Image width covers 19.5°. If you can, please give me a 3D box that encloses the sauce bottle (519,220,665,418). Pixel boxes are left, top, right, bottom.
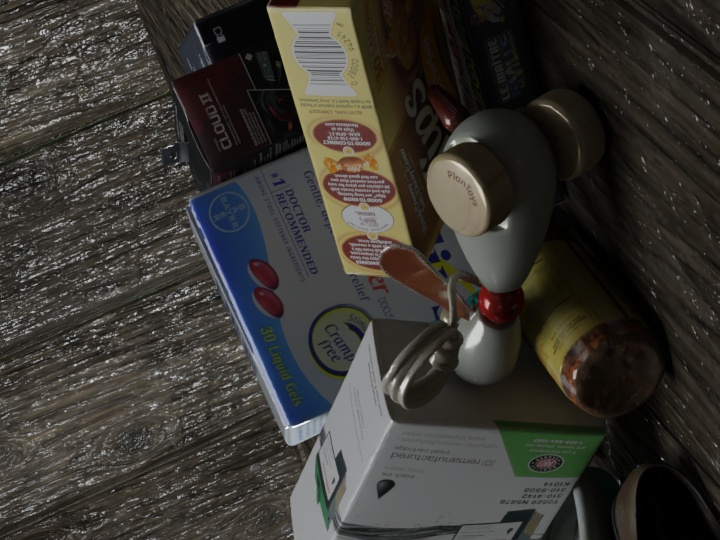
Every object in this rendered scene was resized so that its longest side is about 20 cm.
[{"bbox_3d":[0.117,0.011,1.283,0.200,0.066,0.066,-121,11,-53],"label":"sauce bottle"}]

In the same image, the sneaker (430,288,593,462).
[{"bbox_3d":[0.093,0.087,1.439,0.084,0.120,0.201,-122,11,-45],"label":"sneaker"}]

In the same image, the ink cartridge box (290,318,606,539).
[{"bbox_3d":[0.051,0.126,1.336,0.201,0.145,0.085,113,155,-46],"label":"ink cartridge box"}]

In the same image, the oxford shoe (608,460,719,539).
[{"bbox_3d":[0.202,0.204,1.238,0.085,0.072,0.201,87,158,-63],"label":"oxford shoe"}]

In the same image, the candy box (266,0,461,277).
[{"bbox_3d":[0.010,-0.107,1.220,0.116,0.055,0.201,-65,-29,-41],"label":"candy box"}]

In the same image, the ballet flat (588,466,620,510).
[{"bbox_3d":[0.181,0.223,1.428,0.062,0.067,0.201,-57,37,33],"label":"ballet flat"}]

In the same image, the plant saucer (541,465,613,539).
[{"bbox_3d":[0.134,0.207,1.377,0.200,0.050,0.202,-175,90,-77],"label":"plant saucer"}]

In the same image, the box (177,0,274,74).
[{"bbox_3d":[-0.068,-0.140,1.864,0.200,0.117,0.198,179,67,-80],"label":"box"}]

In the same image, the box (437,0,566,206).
[{"bbox_3d":[0.068,-0.139,1.269,0.110,0.035,0.201,-124,14,-53],"label":"box"}]

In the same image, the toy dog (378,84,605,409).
[{"bbox_3d":[0.061,-0.028,1.195,0.096,0.131,0.201,43,124,30],"label":"toy dog"}]

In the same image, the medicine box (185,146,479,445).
[{"bbox_3d":[0.000,0.000,1.519,0.103,0.199,0.183,97,148,-79],"label":"medicine box"}]

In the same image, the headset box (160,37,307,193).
[{"bbox_3d":[-0.053,-0.118,1.537,0.149,0.199,0.075,106,139,-79],"label":"headset box"}]
